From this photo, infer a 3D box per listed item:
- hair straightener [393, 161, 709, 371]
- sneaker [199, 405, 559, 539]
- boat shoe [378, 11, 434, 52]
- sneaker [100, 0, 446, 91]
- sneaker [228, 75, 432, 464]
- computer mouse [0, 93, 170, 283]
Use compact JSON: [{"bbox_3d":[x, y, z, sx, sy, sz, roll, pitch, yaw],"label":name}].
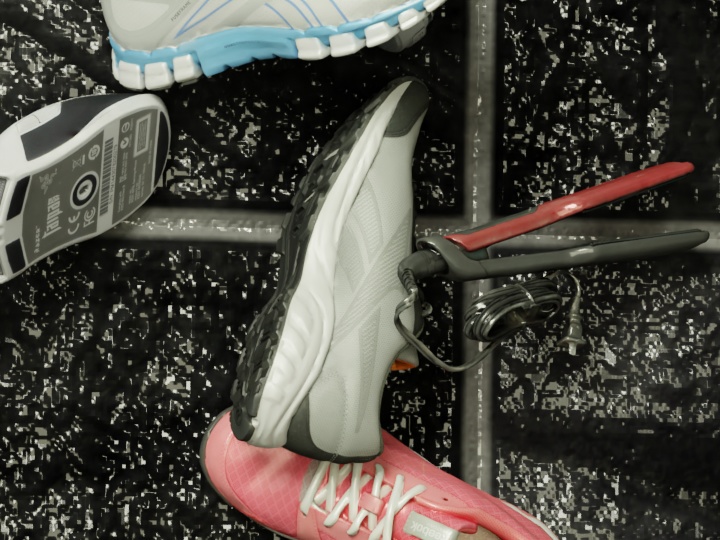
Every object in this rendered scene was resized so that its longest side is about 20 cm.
[{"bbox_3d":[0.095,0.004,1.077,0.199,0.041,0.077,-17,92,-38],"label":"hair straightener"},{"bbox_3d":[0.020,0.113,1.073,0.199,0.087,0.074,24,84,-7],"label":"sneaker"},{"bbox_3d":[-0.034,-0.194,1.093,0.200,0.072,0.071,41,74,-16],"label":"boat shoe"},{"bbox_3d":[-0.042,-0.144,1.030,0.199,0.075,0.087,-11,118,23],"label":"sneaker"},{"bbox_3d":[0.000,0.000,1.073,0.079,0.074,0.201,22,71,-13],"label":"sneaker"},{"bbox_3d":[-0.166,-0.031,1.035,0.044,0.110,0.200,29,39,26],"label":"computer mouse"}]
